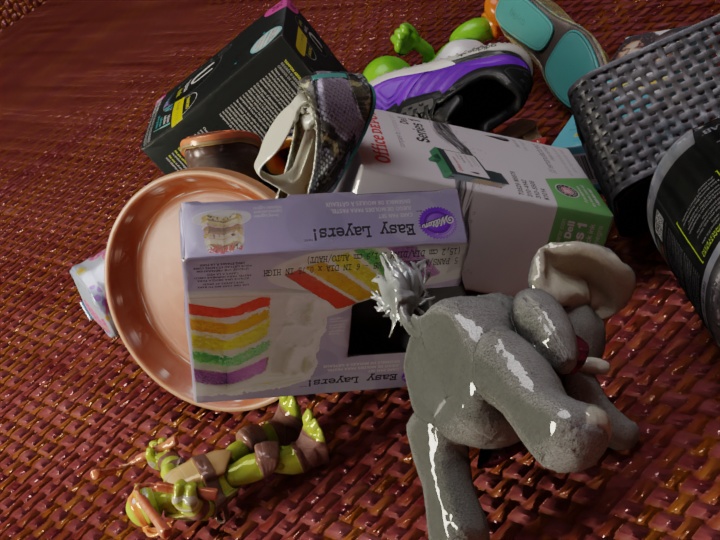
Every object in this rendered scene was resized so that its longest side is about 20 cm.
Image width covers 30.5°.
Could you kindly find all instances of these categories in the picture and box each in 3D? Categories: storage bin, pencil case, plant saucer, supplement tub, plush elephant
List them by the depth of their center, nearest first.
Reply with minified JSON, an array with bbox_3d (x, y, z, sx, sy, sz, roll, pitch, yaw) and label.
[{"bbox_3d":[0.107,0.069,0.833,0.153,0.166,0.201,-1,48,-34],"label":"plush elephant"},{"bbox_3d":[0.262,-0.010,0.834,0.121,0.124,0.201,-23,26,8],"label":"supplement tub"},{"bbox_3d":[0.266,-0.116,0.983,0.198,0.095,0.135,-24,-18,8],"label":"storage bin"},{"bbox_3d":[-0.115,0.015,1.068,0.198,0.203,0.032,-14,11,25],"label":"plant saucer"},{"bbox_3d":[-0.194,-0.017,1.330,0.199,0.084,0.091,-35,15,-15],"label":"pencil case"}]

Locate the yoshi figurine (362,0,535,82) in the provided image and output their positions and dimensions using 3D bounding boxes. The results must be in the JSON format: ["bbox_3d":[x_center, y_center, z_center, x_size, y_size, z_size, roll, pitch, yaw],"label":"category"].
[{"bbox_3d":[0.080,-0.211,1.400,0.198,0.113,0.113,-28,32,5],"label":"yoshi figurine"}]

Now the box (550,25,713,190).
[{"bbox_3d":[0.247,-0.146,1.181,0.081,0.050,0.200,-5,34,38],"label":"box"}]

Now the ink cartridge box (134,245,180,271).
[{"bbox_3d":[-0.080,-0.030,1.166,0.198,0.048,0.197,-17,-12,25],"label":"ink cartridge box"}]

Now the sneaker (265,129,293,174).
[{"bbox_3d":[-0.003,-0.080,1.204,0.198,0.079,0.077,25,32,26],"label":"sneaker"}]

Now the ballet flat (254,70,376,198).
[{"bbox_3d":[-0.051,-0.054,0.958,0.071,0.202,0.072,16,25,-8],"label":"ballet flat"}]

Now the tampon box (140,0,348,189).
[{"bbox_3d":[-0.119,-0.173,1.441,0.199,0.126,0.150,-36,22,15],"label":"tampon box"}]

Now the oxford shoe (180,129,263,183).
[{"bbox_3d":[-0.118,-0.076,1.205,0.070,0.074,0.200,-8,-12,5],"label":"oxford shoe"}]

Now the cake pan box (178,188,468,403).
[{"bbox_3d":[-0.025,0.021,0.925,0.197,0.185,0.053,-3,56,-8],"label":"cake pan box"}]

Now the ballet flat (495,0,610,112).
[{"bbox_3d":[0.206,-0.216,1.313,0.070,0.071,0.201,-29,49,-5],"label":"ballet flat"}]

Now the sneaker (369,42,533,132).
[{"bbox_3d":[0.066,-0.146,1.217,0.198,0.070,0.100,-21,28,14],"label":"sneaker"}]

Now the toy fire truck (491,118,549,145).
[{"bbox_3d":[0.119,-0.110,1.238,0.139,0.049,0.201,-17,27,20],"label":"toy fire truck"}]

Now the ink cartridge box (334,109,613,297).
[{"bbox_3d":[0.075,-0.052,1.020,0.197,0.085,0.147,11,24,-12],"label":"ink cartridge box"}]

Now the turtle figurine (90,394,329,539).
[{"bbox_3d":[-0.104,0.150,0.954,0.160,0.065,0.200,-24,9,-16],"label":"turtle figurine"}]
